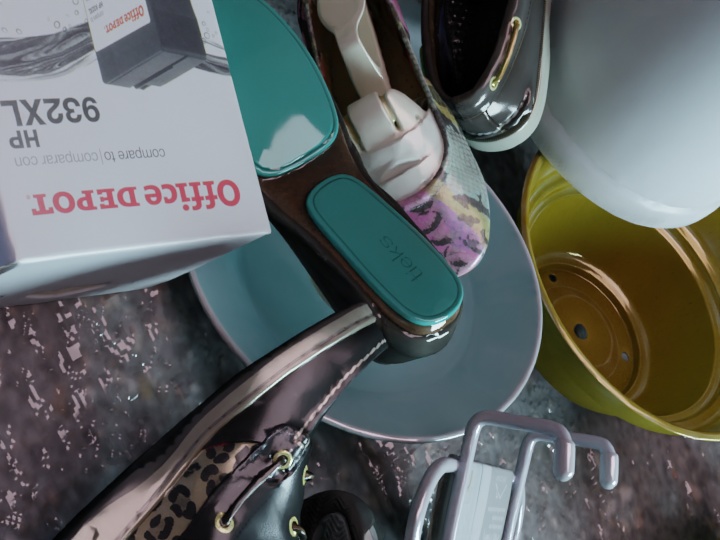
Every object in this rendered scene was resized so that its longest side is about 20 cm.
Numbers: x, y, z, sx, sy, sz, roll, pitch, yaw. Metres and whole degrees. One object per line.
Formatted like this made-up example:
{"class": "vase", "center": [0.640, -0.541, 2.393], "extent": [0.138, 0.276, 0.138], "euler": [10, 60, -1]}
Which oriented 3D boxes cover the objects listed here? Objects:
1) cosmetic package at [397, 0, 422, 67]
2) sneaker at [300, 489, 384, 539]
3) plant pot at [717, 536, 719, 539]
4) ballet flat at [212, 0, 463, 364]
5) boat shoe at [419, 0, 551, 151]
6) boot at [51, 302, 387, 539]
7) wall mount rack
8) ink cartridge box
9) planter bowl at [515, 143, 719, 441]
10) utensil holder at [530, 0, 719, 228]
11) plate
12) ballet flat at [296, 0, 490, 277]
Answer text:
{"class": "cosmetic package", "center": [0.026, -0.211, 0.962], "extent": [0.200, 0.052, 0.151], "euler": [49, 44, -22]}
{"class": "sneaker", "center": [0.012, 0.203, 0.775], "extent": [0.115, 0.075, 0.201], "euler": [7, 78, -52]}
{"class": "plant pot", "center": [0.276, 0.204, 0.985], "extent": [0.142, 0.200, 0.200], "euler": [45, 41, 10]}
{"class": "ballet flat", "center": [-0.029, -0.037, 0.779], "extent": [0.068, 0.068, 0.200], "euler": [-25, 76, -31]}
{"class": "boat shoe", "center": [0.068, -0.168, 0.893], "extent": [0.061, 0.071, 0.202], "euler": [33, 54, -59]}
{"class": "boot", "center": [-0.031, 0.126, 0.697], "extent": [0.203, 0.073, 0.154], "euler": [-41, 91, -24]}
{"class": "wall mount rack", "center": [0.075, 0.160, 0.806], "extent": [0.200, 0.074, 0.175], "euler": [26, 74, -69]}
{"class": "ink cartridge box", "center": [-0.136, -0.093, 0.713], "extent": [0.145, 0.084, 0.201], "euler": [-8, 81, -48]}
{"class": "planter bowl", "center": [0.149, 0.021, 0.963], "extent": [0.200, 0.083, 0.201], "euler": [19, 52, -27]}
{"class": "utensil holder", "center": [0.202, -0.143, 0.909], "extent": [0.169, 0.200, 0.171], "euler": [19, 52, -27]}
{"class": "plate", "center": [0.000, 0.000, 0.833], "extent": [0.199, 0.026, 0.201], "euler": [16, 52, -21]}
{"class": "ballet flat", "center": [0.007, -0.088, 0.829], "extent": [0.071, 0.069, 0.201], "euler": [53, 16, -62]}
